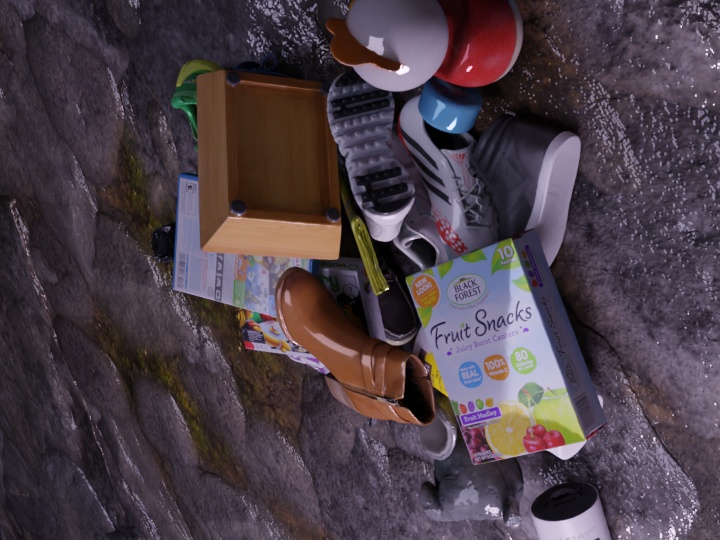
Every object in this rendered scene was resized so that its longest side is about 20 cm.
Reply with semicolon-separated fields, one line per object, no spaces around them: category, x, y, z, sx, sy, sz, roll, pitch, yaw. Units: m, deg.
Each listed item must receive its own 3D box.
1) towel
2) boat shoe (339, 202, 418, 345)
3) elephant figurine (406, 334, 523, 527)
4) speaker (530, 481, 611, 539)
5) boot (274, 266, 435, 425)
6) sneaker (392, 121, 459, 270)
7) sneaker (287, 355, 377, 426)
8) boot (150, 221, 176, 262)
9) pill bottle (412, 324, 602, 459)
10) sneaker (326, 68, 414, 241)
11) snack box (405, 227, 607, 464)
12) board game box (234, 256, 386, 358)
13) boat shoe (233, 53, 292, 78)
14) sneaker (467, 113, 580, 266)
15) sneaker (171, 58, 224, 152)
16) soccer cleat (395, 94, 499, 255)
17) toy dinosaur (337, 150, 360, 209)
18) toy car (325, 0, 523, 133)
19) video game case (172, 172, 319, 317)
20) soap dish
towel;-0.002;-0.050;1.209;0.201;0.018;0.087;-108;0;-67
boat shoe;0.000;0.000;1.350;0.201;0.073;0.065;50;160;9
elephant figurine;0.116;0.179;1.306;0.153;0.141;0.204;-8;95;25
speaker;0.256;0.345;1.283;0.080;0.081;0.203;1;114;50
boot;-0.005;0.087;1.241;0.154;0.076;0.202;11;131;51
sneaker;0.062;-0.072;1.230;0.202;0.080;0.070;58;146;6
sneaker;-0.016;0.137;1.471;0.199;0.077;0.142;-12;104;54
boot;-0.156;-0.040;1.441;0.198;0.167;0.078;17;129;43
pill bottle;0.158;0.115;1.214;0.199;0.109;0.111;33;137;32
sneaker;0.008;-0.123;1.195;0.081;0.074;0.203;85;175;-62
snack box;0.140;0.078;1.109;0.141;0.053;0.203;-20;89;40
board game box;-0.067;0.043;1.359;0.197;0.035;0.128;4;120;32
boat shoe;-0.140;-0.219;1.372;0.198;0.084;0.070;3;114;47
sneaker;0.152;-0.067;1.135;0.099;0.070;0.203;35;132;33
sneaker;-0.151;-0.148;1.308;0.073;0.084;0.200;-6;134;46
soccer cleat;0.103;-0.093;1.173;0.203;0.068;0.085;64;156;3
toy dinosaur;-0.013;-0.111;1.324;0.199;0.047;0.089;26;140;42
toy car;0.034;-0.227;1.026;0.177;0.199;0.186;41;130;23
video game case;-0.136;-0.028;1.332;0.197;0.018;0.146;13;106;27
soap dish;-0.095;-0.117;1.212;0.081;0.155;0.204;141;129;-60
